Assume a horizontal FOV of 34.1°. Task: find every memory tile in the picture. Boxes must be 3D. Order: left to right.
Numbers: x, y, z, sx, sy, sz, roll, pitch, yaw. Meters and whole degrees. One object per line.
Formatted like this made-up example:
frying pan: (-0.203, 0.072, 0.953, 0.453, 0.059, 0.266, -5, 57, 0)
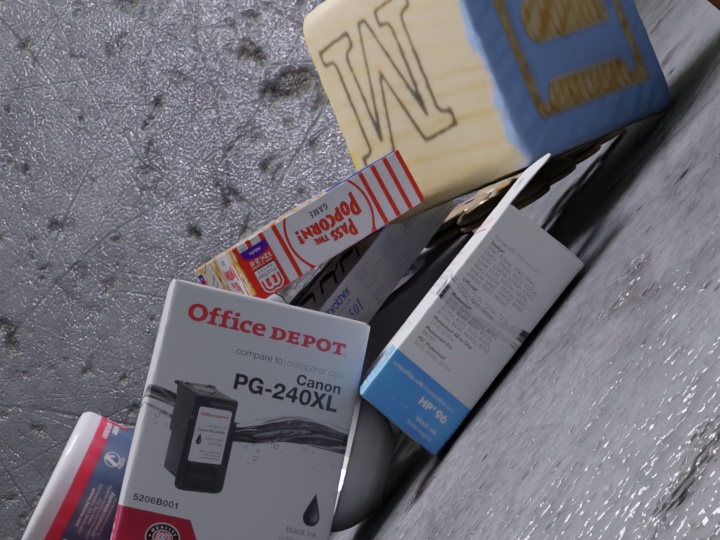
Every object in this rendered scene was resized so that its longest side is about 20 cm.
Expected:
memory tile: (0.153, -0.084, 1.110, 0.152, 0.017, 0.199, -24, 10, 47)

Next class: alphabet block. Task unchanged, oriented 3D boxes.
alphabet block: (0.101, -0.174, 0.977, 0.194, 0.199, 0.199, -20, 0, -37)

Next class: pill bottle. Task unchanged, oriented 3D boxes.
pill bottle: (-0.150, 0.204, 0.907, 0.121, 0.198, 0.120, -59, 11, 19)

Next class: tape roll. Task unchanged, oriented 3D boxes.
tape roll: (0.038, 0.044, 1.090, 0.199, 0.067, 0.200, -36, 6, 5)

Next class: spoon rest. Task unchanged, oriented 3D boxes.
spoon rest: (-0.003, 0.134, 0.889, 0.200, 0.060, 0.101, -29, -47, -83)

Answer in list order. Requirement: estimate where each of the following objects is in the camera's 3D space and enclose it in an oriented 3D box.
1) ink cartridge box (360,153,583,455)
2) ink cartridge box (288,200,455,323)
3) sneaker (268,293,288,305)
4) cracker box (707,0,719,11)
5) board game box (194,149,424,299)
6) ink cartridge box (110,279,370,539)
ink cartridge box: (0.085, 0.022, 0.813, 0.201, 0.068, 0.116, -52, 0, 0)
ink cartridge box: (0.000, 0.000, 1.038, 0.094, 0.044, 0.200, -27, 19, 49)
sneaker: (-0.095, 0.118, 1.133, 0.115, 0.075, 0.204, 170, 114, -69)
cracker box: (0.344, -0.299, 1.015, 0.134, 0.057, 0.200, -51, 1, 25)
board game box: (-0.049, -0.026, 0.948, 0.150, 0.047, 0.200, -32, 4, -15)
ink cartridge box: (-0.085, 0.120, 0.813, 0.083, 0.143, 0.203, 134, 148, -76)
